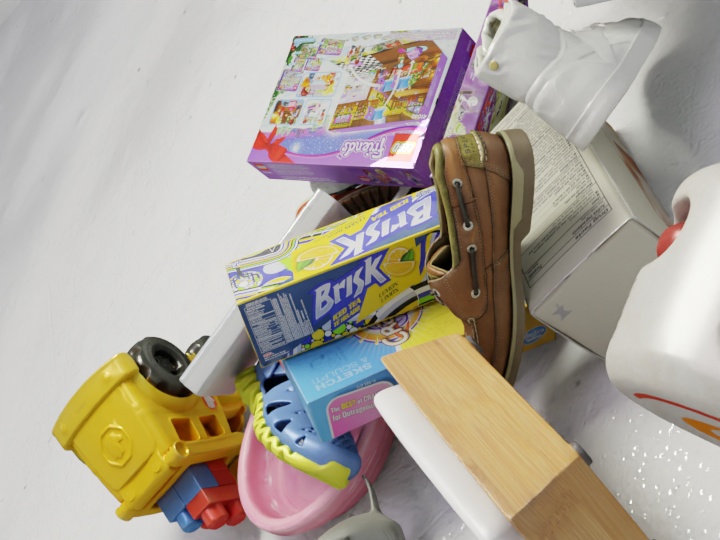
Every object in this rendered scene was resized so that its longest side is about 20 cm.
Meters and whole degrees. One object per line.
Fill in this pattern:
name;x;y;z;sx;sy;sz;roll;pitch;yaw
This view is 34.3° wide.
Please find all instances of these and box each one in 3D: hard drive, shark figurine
hard drive;-0.077;0.023;1.040;0.200;0.027;0.132;-54;-9;0
shark figurine;-0.003;0.209;0.909;0.215;0.128;0.090;118;141;-60

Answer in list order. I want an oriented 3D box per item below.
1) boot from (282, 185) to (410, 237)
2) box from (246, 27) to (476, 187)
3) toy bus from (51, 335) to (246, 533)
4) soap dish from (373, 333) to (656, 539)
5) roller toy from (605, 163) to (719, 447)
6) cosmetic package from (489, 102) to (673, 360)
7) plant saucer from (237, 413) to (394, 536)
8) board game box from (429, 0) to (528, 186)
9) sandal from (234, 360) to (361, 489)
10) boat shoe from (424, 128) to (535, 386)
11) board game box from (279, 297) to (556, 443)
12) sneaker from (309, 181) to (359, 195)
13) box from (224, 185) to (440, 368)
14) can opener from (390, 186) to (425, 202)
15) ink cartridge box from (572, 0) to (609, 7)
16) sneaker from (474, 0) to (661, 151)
boot;-0.009;-0.060;1.171;0.200;0.075;0.107;-27;31;37
box;0.000;-0.146;1.050;0.199;0.039;0.137;7;71;40
toy bus;-0.167;0.173;1.147;0.136;0.200;0.192;-49;67;21
soap dish;0.103;0.136;0.752;0.081;0.157;0.200;-41;31;0
roller toy;0.225;0.040;0.604;0.200;0.182;0.140;16;79;60
cosmetic package;0.161;-0.044;0.873;0.103;0.087;0.200;-45;32;23
plant saucer;-0.033;0.144;1.048;0.200;0.051;0.201;-36;38;35
board game box;0.109;-0.143;1.025;0.032;0.120;0.201;14;74;20
sandal;-0.046;0.107;0.976;0.087;0.079;0.200;-53;32;5
boat shoe;0.076;-0.003;0.812;0.072;0.068;0.201;-116;22;-64
board game box;0.032;0.043;0.935;0.199;0.040;0.153;-24;31;-9
sneaker;0.031;-0.144;1.116;0.200;0.080;0.074;-27;11;3
box;0.000;0.000;0.919;0.199;0.065;0.070;-20;31;-4
can opener;0.017;-0.026;1.058;0.200;0.066;0.053;-52;2;-2
ink cartridge box;0.188;-0.255;0.917;0.173;0.044;0.200;-8;26;28
sneaker;0.151;-0.168;0.864;0.074;0.115;0.200;-60;-6;32
